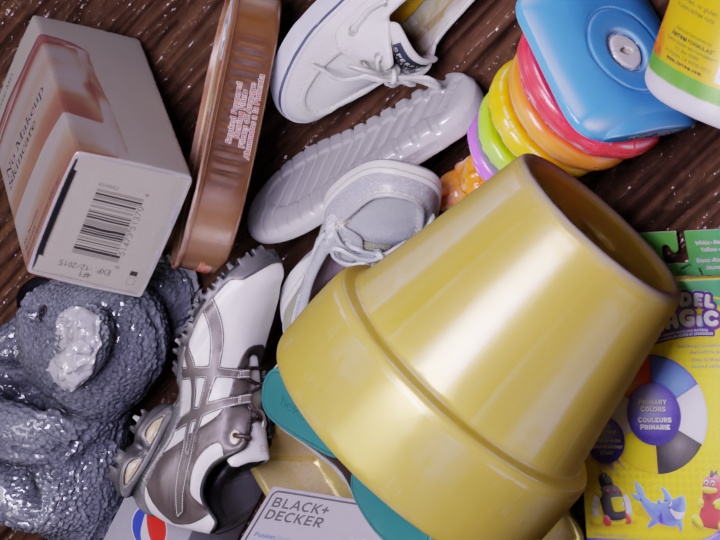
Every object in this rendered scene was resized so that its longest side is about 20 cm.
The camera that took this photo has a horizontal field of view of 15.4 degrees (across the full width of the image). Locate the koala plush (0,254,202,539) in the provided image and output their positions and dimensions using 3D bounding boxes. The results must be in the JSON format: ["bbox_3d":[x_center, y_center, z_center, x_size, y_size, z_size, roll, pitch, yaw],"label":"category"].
[{"bbox_3d":[-0.200,0.075,1.870,0.184,0.177,0.200,46,119,11],"label":"koala plush"}]

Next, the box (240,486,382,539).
[{"bbox_3d":[-0.047,0.237,1.690,0.117,0.200,0.060,6,141,37],"label":"box"}]

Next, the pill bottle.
[{"bbox_3d":[0.247,-0.182,1.534,0.111,0.111,0.200,29,111,31],"label":"pill bottle"}]

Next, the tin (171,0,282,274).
[{"bbox_3d":[-0.090,-0.095,1.784,0.112,0.042,0.200,154,128,-74],"label":"tin"}]

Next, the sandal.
[{"bbox_3d":[0.006,-0.061,1.761,0.203,0.082,0.050,-27,121,34],"label":"sandal"}]

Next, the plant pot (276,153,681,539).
[{"bbox_3d":[0.084,0.042,1.585,0.189,0.201,0.201,-48,66,14],"label":"plant pot"}]

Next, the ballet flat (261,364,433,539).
[{"bbox_3d":[0.014,0.115,1.693,0.200,0.069,0.069,41,118,42],"label":"ballet flat"}]

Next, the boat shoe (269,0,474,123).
[{"bbox_3d":[0.023,-0.149,1.725,0.202,0.075,0.086,-43,52,25],"label":"boat shoe"}]

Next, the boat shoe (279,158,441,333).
[{"bbox_3d":[-0.002,0.000,1.727,0.202,0.074,0.065,127,151,-49],"label":"boat shoe"}]

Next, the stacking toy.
[{"bbox_3d":[0.107,-0.086,1.666,0.200,0.116,0.110,-41,68,44],"label":"stacking toy"}]

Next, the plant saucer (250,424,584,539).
[{"bbox_3d":[0.043,0.147,1.759,0.200,0.048,0.200,-43,70,31],"label":"plant saucer"}]

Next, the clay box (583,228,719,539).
[{"bbox_3d":[0.191,0.076,1.642,0.115,0.048,0.200,-3,93,37],"label":"clay box"}]

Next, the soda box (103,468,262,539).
[{"bbox_3d":[-0.142,0.205,1.890,0.063,0.068,0.200,40,116,26],"label":"soda box"}]

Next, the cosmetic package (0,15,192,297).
[{"bbox_3d":[-0.189,-0.081,1.826,0.103,0.087,0.200,-66,25,24],"label":"cosmetic package"}]

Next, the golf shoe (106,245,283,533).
[{"bbox_3d":[-0.085,0.083,1.785,0.094,0.078,0.200,31,101,21],"label":"golf shoe"}]
